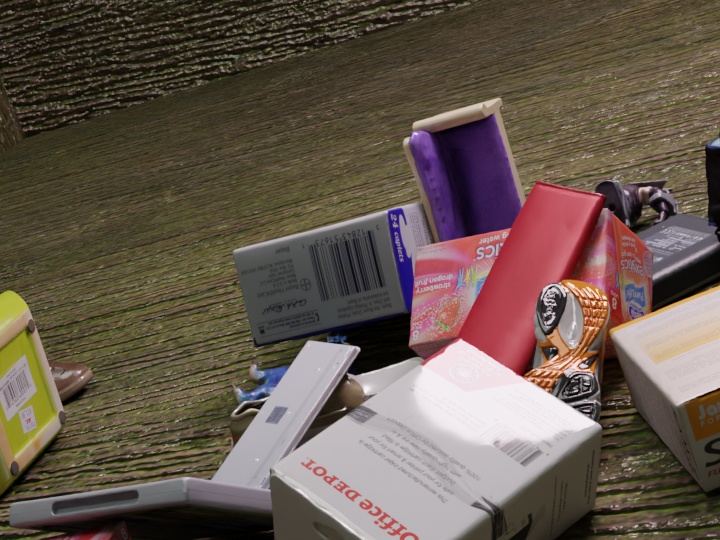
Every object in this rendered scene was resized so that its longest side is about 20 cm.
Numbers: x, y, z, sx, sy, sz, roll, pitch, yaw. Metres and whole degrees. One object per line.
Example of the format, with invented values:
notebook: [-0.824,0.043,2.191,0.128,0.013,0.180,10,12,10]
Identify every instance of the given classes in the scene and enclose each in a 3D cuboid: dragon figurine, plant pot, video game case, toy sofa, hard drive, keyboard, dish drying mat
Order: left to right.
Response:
plant pot: [-0.432,0.136,1.914,0.180,0.201,0.200,-9,18,21]
video game case: [-0.145,0.192,1.444,0.181,0.022,0.199,-12,-17,32]
keyboard: [-0.066,0.128,1.578,0.056,0.011,0.200,0,37,32]
dragon figurine: [-0.063,0.116,1.724,0.098,0.059,0.200,-16,15,20]
toy sofa: [0.120,-0.065,1.833,0.082,0.202,0.098,-13,10,26]
dish drying mat: [0.137,0.018,1.535,0.076,0.018,0.201,14,70,41]
hard drive: [0.257,0.006,1.719,0.198,0.033,0.139,-25,16,-15]

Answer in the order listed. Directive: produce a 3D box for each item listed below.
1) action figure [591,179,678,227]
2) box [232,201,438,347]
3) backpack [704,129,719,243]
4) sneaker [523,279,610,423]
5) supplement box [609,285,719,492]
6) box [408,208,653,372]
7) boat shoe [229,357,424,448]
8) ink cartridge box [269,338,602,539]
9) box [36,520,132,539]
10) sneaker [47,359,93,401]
action figure: [0.256,-0.056,1.874,0.129,0.070,0.200,-23,-1,21]
box: [0.000,0.000,1.865,0.182,0.106,0.200,-13,1,27]
backpack: [0.422,-0.112,1.659,0.181,0.149,0.200,6,18,27]
sneaker: [0.162,0.108,1.446,0.075,0.093,0.201,8,48,17]
supplement box: [0.275,0.080,1.357,0.125,0.074,0.200,-21,15,0]
box: [0.150,0.026,1.606,0.198,0.094,0.104,-11,61,33]
boat shoe: [-0.023,0.120,1.637,0.199,0.069,0.075,-26,16,-17]
ink cartridge box: [0.053,0.154,1.286,0.199,0.084,0.144,-31,46,-34]
box: [-0.233,0.277,1.327,0.099,0.096,0.200,-15,17,21]
sneaker: [-0.411,0.129,2.125,0.198,0.076,0.071,-16,15,20]
